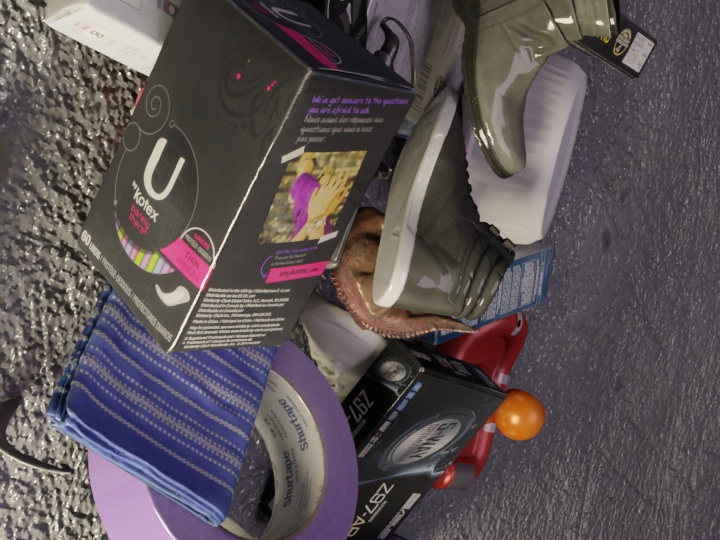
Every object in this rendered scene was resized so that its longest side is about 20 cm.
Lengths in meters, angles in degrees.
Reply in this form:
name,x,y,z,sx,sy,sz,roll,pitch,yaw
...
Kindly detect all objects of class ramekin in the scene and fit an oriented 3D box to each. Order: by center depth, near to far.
name,x,y,z,sx,sy,sz,roll,pitch,yaw
ramekin,0.147,-0.118,1.098,0.202,0.093,0.204,16,90,-77

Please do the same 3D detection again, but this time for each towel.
name,x,y,z,sx,sy,sz,roll,pitch,yaw
towel,-0.122,0.059,0.807,0.144,0.024,0.201,38,45,-25

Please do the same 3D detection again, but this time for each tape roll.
name,x,y,z,sx,sy,sz,roll,pitch,yaw
tape roll,-0.096,0.139,0.854,0.199,0.065,0.202,24,52,-34

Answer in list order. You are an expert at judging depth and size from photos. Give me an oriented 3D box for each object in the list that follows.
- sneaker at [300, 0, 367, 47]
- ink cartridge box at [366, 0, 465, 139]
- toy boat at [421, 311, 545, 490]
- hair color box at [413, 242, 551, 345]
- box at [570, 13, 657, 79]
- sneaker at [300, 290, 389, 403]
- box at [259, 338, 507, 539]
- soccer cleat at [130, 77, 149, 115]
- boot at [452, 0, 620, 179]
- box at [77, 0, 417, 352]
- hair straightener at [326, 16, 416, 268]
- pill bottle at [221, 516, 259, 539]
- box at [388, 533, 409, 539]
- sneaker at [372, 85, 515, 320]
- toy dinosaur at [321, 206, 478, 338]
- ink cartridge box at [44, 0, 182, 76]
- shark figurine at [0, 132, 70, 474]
name,x,y,z,sx,sy,sz,roll,pitch,yaw
sneaker,-0.028,-0.188,0.863,0.088,0.075,0.202,47,54,-61
ink cartridge box,0.034,-0.192,0.994,0.199,0.076,0.138,20,86,-53
toy boat,0.128,0.131,1.181,0.130,0.130,0.202,16,88,-54
hair color box,0.090,0.010,1.116,0.199,0.099,0.061,-15,114,-50
box,0.167,-0.251,1.082,0.199,0.161,0.049,11,111,-53
sneaker,-0.012,0.098,1.040,0.089,0.075,0.200,-49,138,-13
box,0.023,0.162,1.056,0.200,0.044,0.160,-51,145,11
soccer cleat,-0.094,-0.073,0.867,0.077,0.066,0.201,-50,131,-25
boot,0.147,-0.182,0.937,0.068,0.129,0.202,-14,95,-70
box,-0.076,-0.063,0.737,0.106,0.122,0.201,1,124,-51
hair straightener,-0.001,-0.097,0.906,0.077,0.041,0.202,22,84,-68
pill bottle,-0.151,0.280,0.873,0.201,0.110,0.111,-55,139,-27
box,0.053,0.302,1.079,0.192,0.199,0.048,9,96,-53
sneaker,0.077,-0.048,0.935,0.098,0.071,0.202,21,64,-15
toy dinosaur,0.000,0.000,0.959,0.135,0.201,0.086,-25,161,-43
ink cartridge box,-0.109,-0.203,0.779,0.199,0.057,0.164,20,68,-45
shark figurine,-0.240,0.036,0.696,0.128,0.089,0.217,-21,116,-47
